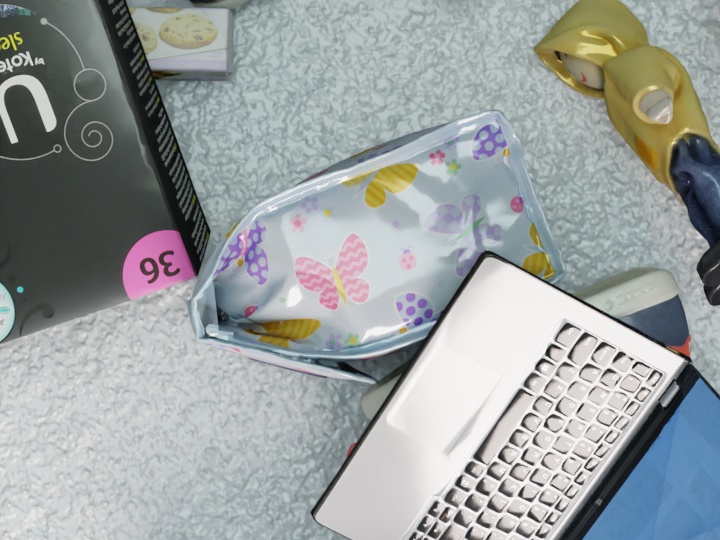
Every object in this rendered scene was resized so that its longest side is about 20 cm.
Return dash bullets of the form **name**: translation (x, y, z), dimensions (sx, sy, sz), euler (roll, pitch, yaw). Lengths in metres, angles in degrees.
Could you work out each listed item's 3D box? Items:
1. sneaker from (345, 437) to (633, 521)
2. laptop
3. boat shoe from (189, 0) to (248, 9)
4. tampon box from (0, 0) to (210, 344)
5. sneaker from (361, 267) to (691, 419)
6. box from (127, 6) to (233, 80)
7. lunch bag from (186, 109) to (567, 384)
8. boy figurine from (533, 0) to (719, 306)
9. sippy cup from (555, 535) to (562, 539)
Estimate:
- **sneaker**: translation (0.077, 0.098, 1.077), dimensions (0.199, 0.074, 0.087), euler (-28, 120, 21)
- **laptop**: translation (0.102, 0.130, 0.990), dimensions (0.199, 0.116, 0.188), euler (28, 113, -12)
- **boat shoe**: translation (-0.037, -0.227, 1.132), dimensions (0.199, 0.060, 0.074), euler (-31, 70, 16)
- **tampon box**: translation (-0.188, -0.076, 1.088), dimensions (0.149, 0.126, 0.201), euler (-19, 102, 4)
- **sneaker**: translation (0.102, 0.069, 1.135), dimensions (0.199, 0.075, 0.085), euler (-20, 94, 3)
- **box**: translation (-0.175, -0.137, 1.164), dimensions (0.198, 0.039, 0.042), euler (2, 86, 0)
- **lunch bag**: translation (0.000, 0.000, 1.090), dimensions (0.198, 0.170, 0.128), euler (-19, 89, -5)
- **boy figurine**: translation (0.172, -0.082, 1.124), dimensions (0.064, 0.124, 0.201), euler (-34, 68, 2)
- **sippy cup**: translation (0.163, 0.183, 1.103), dimensions (0.130, 0.140, 0.179), euler (26, 74, 13)
